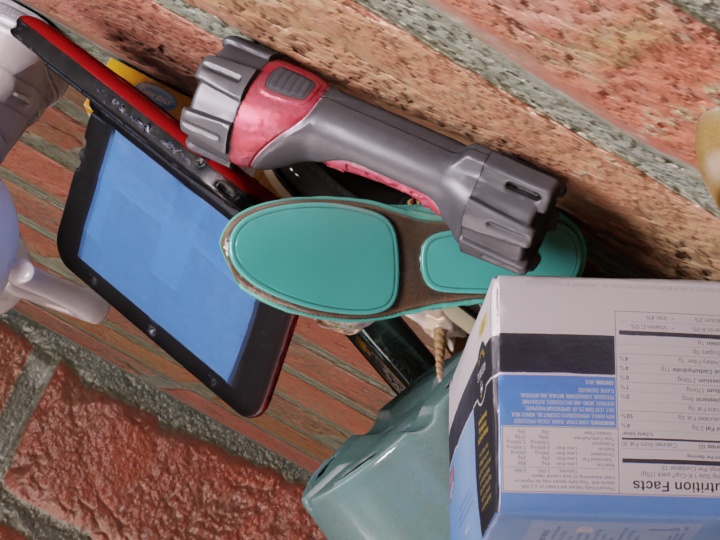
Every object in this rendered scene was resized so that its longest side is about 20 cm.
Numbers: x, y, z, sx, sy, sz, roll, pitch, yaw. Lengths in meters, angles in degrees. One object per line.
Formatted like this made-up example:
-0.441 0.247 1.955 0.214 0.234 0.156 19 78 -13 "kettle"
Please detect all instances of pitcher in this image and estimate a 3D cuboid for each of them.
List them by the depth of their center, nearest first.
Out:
-0.245 -0.010 1.645 0.171 0.121 0.200 17 174 4 "pitcher"

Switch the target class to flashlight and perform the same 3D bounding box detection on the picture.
0.006 -0.056 1.379 0.200 0.068 0.068 25 -172 13 "flashlight"

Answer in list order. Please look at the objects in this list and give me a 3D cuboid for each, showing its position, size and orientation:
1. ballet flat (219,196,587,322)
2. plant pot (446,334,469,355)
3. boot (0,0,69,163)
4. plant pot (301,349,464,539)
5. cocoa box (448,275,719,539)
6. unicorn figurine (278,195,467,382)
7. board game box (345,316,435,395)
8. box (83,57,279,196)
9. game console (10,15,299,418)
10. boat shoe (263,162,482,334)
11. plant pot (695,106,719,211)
0.021 -0.006 1.432 0.200 0.067 0.070 0 -179 -8 "ballet flat"
0.116 0.062 1.646 0.200 0.027 0.200 36 163 13 "plant pot"
-0.239 -0.109 1.695 0.074 0.096 0.200 27 171 1 "boot"
0.080 0.165 1.615 0.196 0.200 0.200 50 168 -5 "plant pot"
0.122 0.097 1.434 0.133 0.131 0.200 2 161 -5 "cocoa box"
0.000 0.000 1.610 0.137 0.074 0.200 41 170 -5 "unicorn figurine"
0.028 0.060 1.767 0.200 0.028 0.135 49 174 -4 "board game box"
-0.109 -0.072 1.706 0.119 0.042 0.200 27 173 4 "box"
-0.127 -0.030 1.522 0.200 0.119 0.172 37 -179 32 "game console"
0.036 -0.022 1.506 0.201 0.063 0.074 32 -160 -15 "boat shoe"
0.228 -0.009 1.123 0.200 0.028 0.200 28 171 5 "plant pot"
